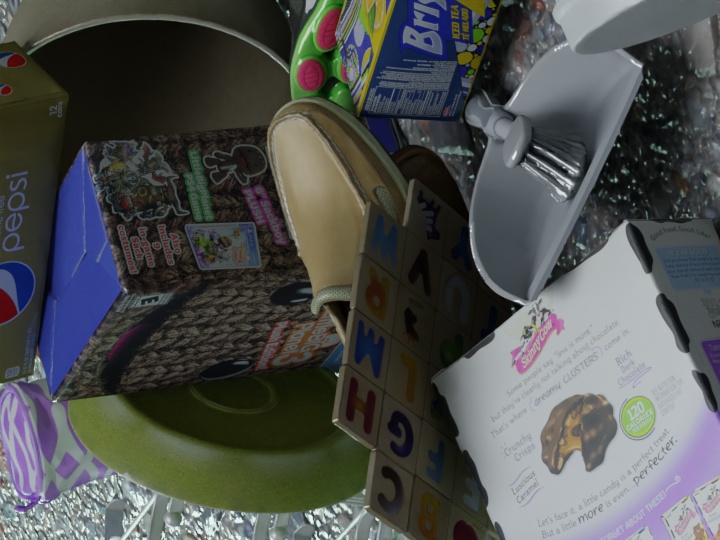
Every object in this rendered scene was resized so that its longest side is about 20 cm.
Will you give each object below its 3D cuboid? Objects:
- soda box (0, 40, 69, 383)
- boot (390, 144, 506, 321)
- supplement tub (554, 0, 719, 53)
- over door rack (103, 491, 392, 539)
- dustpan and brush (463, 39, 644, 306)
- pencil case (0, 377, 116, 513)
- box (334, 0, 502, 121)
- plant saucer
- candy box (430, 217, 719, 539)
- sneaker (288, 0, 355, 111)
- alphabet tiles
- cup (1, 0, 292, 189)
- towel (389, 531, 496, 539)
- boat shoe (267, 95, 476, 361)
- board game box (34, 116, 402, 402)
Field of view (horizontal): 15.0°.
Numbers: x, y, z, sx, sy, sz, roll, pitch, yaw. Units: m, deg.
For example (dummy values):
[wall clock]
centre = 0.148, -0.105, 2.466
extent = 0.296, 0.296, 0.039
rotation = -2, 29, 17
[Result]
[soda box]
centre = -0.224, -0.029, 1.606
extent = 0.068, 0.064, 0.201
rotation = 42, 134, 39
[boot]
centre = 0.060, 0.023, 1.557
extent = 0.075, 0.073, 0.201
rotation = 19, 131, 53
[supplement tub]
centre = 0.116, -0.214, 1.241
extent = 0.145, 0.144, 0.201
rotation = -33, 76, 59
[over door rack]
centre = -0.075, 0.175, 1.747
extent = 0.200, 0.147, 0.067
rotation = 144, 134, -69
[dustpan and brush]
centre = 0.086, -0.069, 1.453
extent = 0.200, 0.057, 0.140
rotation = -100, 35, -80
[pencil case]
centre = -0.138, 0.098, 1.804
extent = 0.084, 0.199, 0.086
rotation = -177, 78, -70
[box]
centre = 0.042, -0.174, 1.466
extent = 0.200, 0.064, 0.070
rotation = 110, 154, -46
[plant saucer]
centre = -0.081, 0.086, 1.699
extent = 0.200, 0.199, 0.031
rotation = 38, 126, 45
[candy box]
centre = 0.144, 0.099, 1.391
extent = 0.168, 0.071, 0.201
rotation = -41, 64, 40
[sneaker]
centre = -0.012, -0.181, 1.580
extent = 0.084, 0.076, 0.201
rotation = -121, 31, -56
[alphabet tiles]
centre = 0.045, 0.058, 1.471
extent = 0.006, 0.166, 0.201
rotation = -15, 52, 35
[cup]
centre = -0.131, -0.143, 1.695
extent = 0.201, 0.199, 0.144
rotation = 114, 158, -49
[towel]
centre = 0.046, 0.234, 1.637
extent = 0.171, 0.048, 0.200
rotation = 107, 162, -46
[boat shoe]
centre = 0.000, 0.000, 1.496
extent = 0.072, 0.076, 0.200
rotation = -31, 90, 38
[board game box]
centre = -0.083, -0.007, 1.634
extent = 0.159, 0.199, 0.097
rotation = -52, 51, 56
